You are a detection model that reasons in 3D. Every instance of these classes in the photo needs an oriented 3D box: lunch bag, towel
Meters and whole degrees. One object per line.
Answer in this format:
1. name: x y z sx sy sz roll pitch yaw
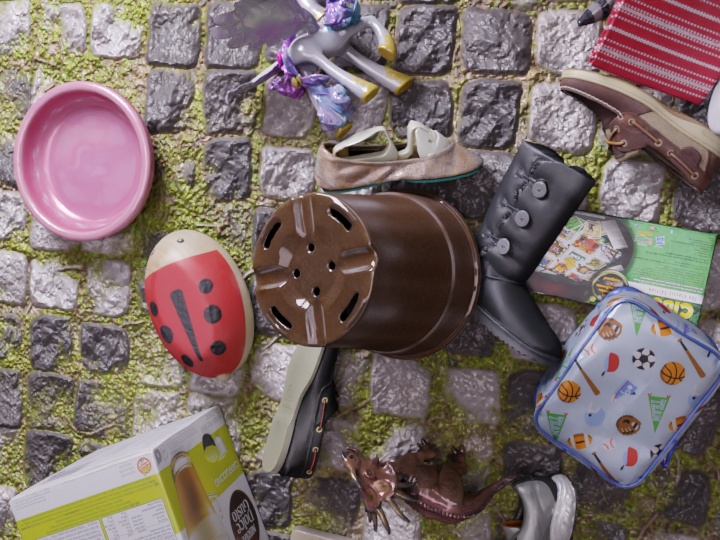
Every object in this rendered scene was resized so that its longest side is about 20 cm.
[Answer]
1. lunch bag: 0.293 0.133 0.872 0.159 0.076 0.201 32 108 4
2. towel: 0.333 -0.279 0.789 0.143 0.023 0.202 16 121 -10

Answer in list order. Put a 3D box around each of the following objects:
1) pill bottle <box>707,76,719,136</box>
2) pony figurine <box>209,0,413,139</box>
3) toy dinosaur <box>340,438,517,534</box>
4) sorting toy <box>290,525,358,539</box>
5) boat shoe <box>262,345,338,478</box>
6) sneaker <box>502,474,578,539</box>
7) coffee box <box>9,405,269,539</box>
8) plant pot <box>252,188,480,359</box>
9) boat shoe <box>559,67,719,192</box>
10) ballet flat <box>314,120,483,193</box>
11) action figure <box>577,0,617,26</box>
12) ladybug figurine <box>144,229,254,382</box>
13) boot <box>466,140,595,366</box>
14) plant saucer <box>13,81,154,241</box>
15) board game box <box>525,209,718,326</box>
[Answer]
1. pill bottle: 0.467 -0.154 0.787 0.198 0.120 0.121 23 99 -2
2. pony figurine: -0.061 -0.254 0.914 0.193 0.167 0.200 -39 80 -19
3. toy dinosaur: 0.076 0.256 0.909 0.197 0.135 0.087 9 96 12
4. sorting toy: -0.012 0.447 0.979 0.196 0.070 0.203 10 96 13
5. boat shoe: -0.061 0.157 0.976 0.062 0.073 0.204 18 88 -24
6. sneaker: 0.199 0.334 0.913 0.078 0.074 0.203 5 89 0
7. coffee box: -0.257 0.310 0.962 0.198 0.200 0.200 -21 90 13
8. plant pot: 0.000 0.000 0.851 0.198 0.197 0.203 -2 87 32
9. boat shoe: 0.299 -0.152 0.861 0.198 0.072 0.073 30 99 4
10. ballet flat: 0.044 -0.133 0.900 0.197 0.068 0.068 -9 118 -5
11. action figure: 0.329 -0.289 0.828 0.192 0.104 0.202 -28 86 23
12. ladybug figurine: -0.208 0.046 0.996 0.135 0.072 0.202 -25 88 14
13. boot: 0.200 -0.020 0.873 0.164 0.065 0.201 38 106 25
14. plant saucer: -0.353 -0.140 1.030 0.198 0.051 0.204 1 95 14
15. board game box: 0.290 -0.009 0.896 0.197 0.023 0.106 12 95 13
